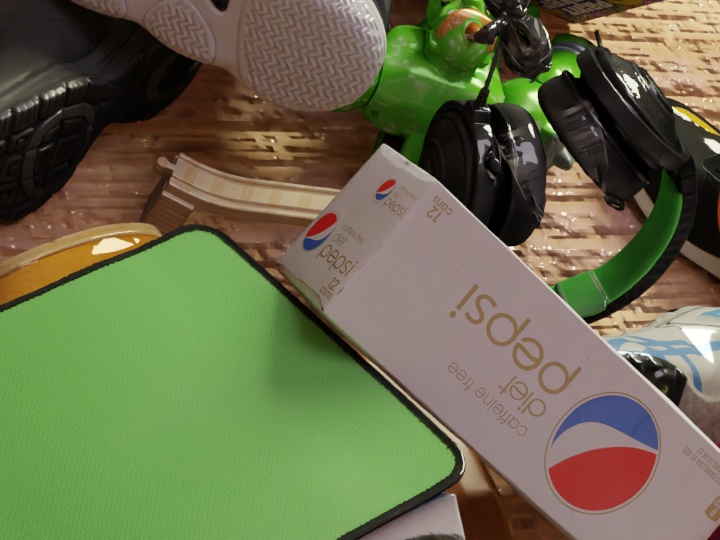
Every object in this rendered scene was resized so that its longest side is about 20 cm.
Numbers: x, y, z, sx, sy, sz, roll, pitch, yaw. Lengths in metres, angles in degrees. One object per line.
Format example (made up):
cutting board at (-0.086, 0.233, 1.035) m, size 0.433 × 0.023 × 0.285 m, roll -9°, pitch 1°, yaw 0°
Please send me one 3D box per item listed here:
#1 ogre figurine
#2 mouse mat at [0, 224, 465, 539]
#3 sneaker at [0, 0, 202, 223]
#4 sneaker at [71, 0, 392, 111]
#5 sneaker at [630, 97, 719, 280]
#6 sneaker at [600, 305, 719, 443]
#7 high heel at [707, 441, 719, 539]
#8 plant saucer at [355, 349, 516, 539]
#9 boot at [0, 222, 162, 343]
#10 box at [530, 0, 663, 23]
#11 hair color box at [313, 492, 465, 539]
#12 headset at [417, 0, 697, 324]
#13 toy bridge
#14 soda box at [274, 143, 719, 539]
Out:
ogre figurine at (0.030, -0.098, 1.176) m, size 0.200 × 0.098 × 0.120 m, roll 35°, pitch 24°, yaw -28°
mouse mat at (-0.080, 0.060, 0.905) m, size 0.199 × 0.008 × 0.161 m, roll -25°, pitch 55°, yaw -37°
sneaker at (-0.140, -0.088, 1.080) m, size 0.091 × 0.076 × 0.200 m, roll 36°, pitch 36°, yaw 9°
sneaker at (-0.067, -0.150, 1.082) m, size 0.199 × 0.076 × 0.114 m, roll 32°, pitch 35°, yaw 0°
sneaker at (0.211, -0.022, 1.227) m, size 0.070 × 0.090 × 0.200 m, roll -28°, pitch 74°, yaw -43°
sneaker at (0.134, 0.050, 1.133) m, size 0.199 × 0.072 × 0.072 m, roll 0°, pitch 33°, yaw -45°
high heel at (0.212, 0.149, 1.089) m, size 0.199 × 0.096 × 0.068 m, roll 30°, pitch 45°, yaw -8°
plant saucer at (-0.018, 0.102, 1.022) m, size 0.199 × 0.037 × 0.201 m, roll 18°, pitch 48°, yaw -21°
boot at (-0.120, 0.076, 0.956) m, size 0.201 × 0.071 × 0.144 m, roll -29°, pitch 73°, yaw -34°
box at (0.076, -0.252, 1.237) m, size 0.192 × 0.122 × 0.201 m, roll 21°, pitch 82°, yaw -17°
hair color box at (-0.049, 0.154, 0.897) m, size 0.199 × 0.061 × 0.100 m, roll -19°, pitch 100°, yaw -32°
headset at (0.083, -0.045, 1.092) m, size 0.123 × 0.201 × 0.094 m, roll -21°, pitch 41°, yaw -2°
toy bridge at (0.000, 0.000, 1.092) m, size 0.199 × 0.067 × 0.027 m, roll 28°, pitch 46°, yaw -12°
soda box at (0.063, 0.043, 1.006) m, size 0.200 × 0.068 × 0.064 m, roll 42°, pitch -1°, yaw -26°
